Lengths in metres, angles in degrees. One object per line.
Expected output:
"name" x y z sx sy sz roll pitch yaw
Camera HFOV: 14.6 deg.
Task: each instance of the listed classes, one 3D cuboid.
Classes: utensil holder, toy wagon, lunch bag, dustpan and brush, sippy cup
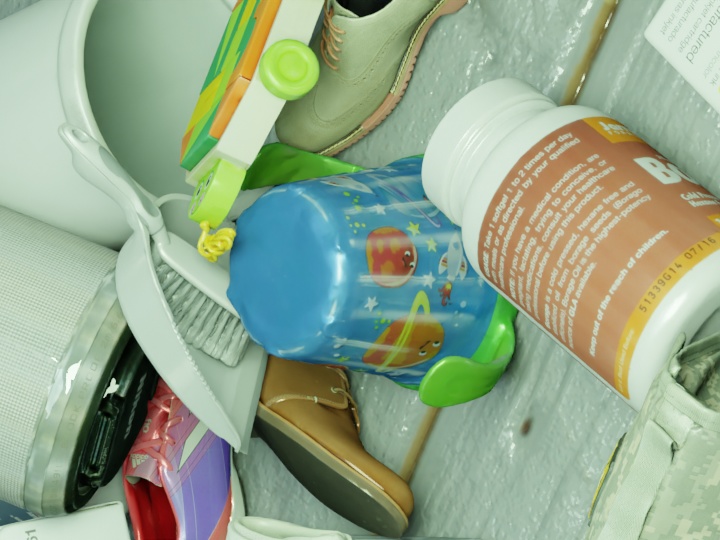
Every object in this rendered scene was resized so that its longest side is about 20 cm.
"utensil holder" -0.170 -0.089 1.730 0.200 0.170 0.170 -16 79 44
"toy wagon" -0.061 -0.101 1.584 0.155 0.039 0.200 -39 29 65
"lunch bag" 0.178 0.117 1.369 0.118 0.200 0.164 38 116 37
"dustpan and brush" -0.109 -0.008 1.586 0.057 0.200 0.140 -35 26 32
"sippy cup" 0.000 0.000 1.590 0.178 0.130 0.140 6 93 45

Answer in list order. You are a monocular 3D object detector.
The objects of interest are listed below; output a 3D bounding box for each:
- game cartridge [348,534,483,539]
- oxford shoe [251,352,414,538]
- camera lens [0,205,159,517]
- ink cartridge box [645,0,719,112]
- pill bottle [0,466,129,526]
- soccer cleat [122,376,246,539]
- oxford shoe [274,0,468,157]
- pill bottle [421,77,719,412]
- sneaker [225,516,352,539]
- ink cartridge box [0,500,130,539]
"game cartridge" -0.003 0.222 1.660 0.200 0.041 0.134 -4 83 44
"oxford shoe" -0.027 0.084 1.659 0.200 0.071 0.071 40 160 37
"camera lens" -0.222 0.042 1.652 0.200 0.160 0.160 22 108 6
"ink cartridge box" 0.256 -0.107 1.362 0.200 0.085 0.145 49 122 31
"pill bottle" -0.236 0.115 1.828 0.200 0.119 0.120 -12 82 44
"soccer cleat" -0.116 0.098 1.742 0.068 0.073 0.201 -8 84 44
"oxford shoe" -0.003 -0.143 1.631 0.200 0.074 0.071 -54 55 30
"pill bottle" 0.126 -0.016 1.480 0.200 0.112 0.112 42 118 36
"sneaker" -0.021 0.211 1.603 0.200 0.074 0.116 28 112 42
"ink cartridge box" -0.181 0.236 1.736 0.200 0.084 0.145 123 134 -72
